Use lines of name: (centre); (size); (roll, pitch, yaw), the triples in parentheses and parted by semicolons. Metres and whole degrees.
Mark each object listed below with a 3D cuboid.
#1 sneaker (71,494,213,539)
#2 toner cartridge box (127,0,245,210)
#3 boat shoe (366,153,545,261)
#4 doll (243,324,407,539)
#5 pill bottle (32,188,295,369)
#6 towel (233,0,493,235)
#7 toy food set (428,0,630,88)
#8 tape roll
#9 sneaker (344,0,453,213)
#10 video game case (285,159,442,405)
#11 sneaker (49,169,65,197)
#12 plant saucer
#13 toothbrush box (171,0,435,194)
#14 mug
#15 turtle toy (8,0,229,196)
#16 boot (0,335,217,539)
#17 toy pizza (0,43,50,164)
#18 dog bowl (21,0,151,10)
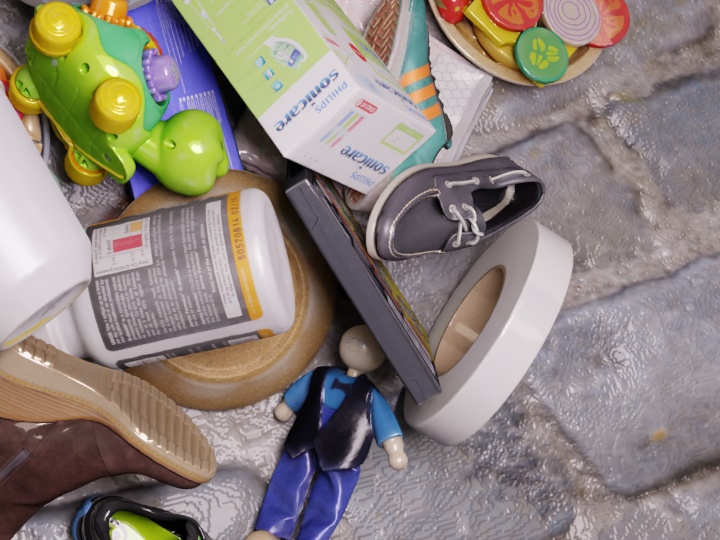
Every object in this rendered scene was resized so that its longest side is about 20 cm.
sneaker: (-0.135, 0.239, 1.523); (0.199, 0.083, 0.071); (32, 71, -11)
toner cartridge box: (-0.163, -0.140, 1.611); (0.095, 0.043, 0.201); (-14, 83, -10)
boat shoe: (0.082, -0.052, 1.608); (0.200, 0.063, 0.073); (-24, 123, -48)
doll: (-0.022, 0.141, 1.575); (0.048, 0.136, 0.201); (34, 73, -55)
pill bottle: (-0.158, 0.012, 1.481); (0.199, 0.116, 0.117); (-12, 81, 5)
towel: (0.004, -0.138, 1.691); (0.191, 0.032, 0.200); (30, 68, -12)
toy food set: (0.150, -0.259, 1.754); (0.198, 0.049, 0.200); (43, 59, -5)
tape roll: (0.104, 0.050, 1.594); (0.037, 0.203, 0.203); (31, 69, -12)
sneaker: (0.039, -0.141, 1.652); (0.080, 0.071, 0.201); (12, 82, -28)
video game case: (0.000, 0.000, 1.567); (0.025, 0.181, 0.200); (-31, 101, 5)
sneaker: (-0.321, -0.036, 1.476); (0.200, 0.118, 0.074); (-21, 110, -16)
plant saucer: (-0.115, 0.017, 1.572); (0.200, 0.035, 0.201); (-1, 95, -10)
toothbrush box: (-0.050, -0.172, 1.564); (0.086, 0.146, 0.200); (-41, 64, 14)
mug: (-0.273, -0.023, 1.381); (0.149, 0.187, 0.153); (-38, 86, -20)
turtle toy: (-0.189, -0.135, 1.527); (0.101, 0.146, 0.200); (-37, 86, -28)
boot: (-0.228, 0.148, 1.469); (0.200, 0.166, 0.072); (31, 25, -12)
toy pizza: (-0.347, -0.112, 1.552); (0.200, 0.032, 0.201); (5, 76, -19)
dog bowl: (-0.228, -0.289, 1.586); (0.199, 0.059, 0.200); (5, 52, -6)
